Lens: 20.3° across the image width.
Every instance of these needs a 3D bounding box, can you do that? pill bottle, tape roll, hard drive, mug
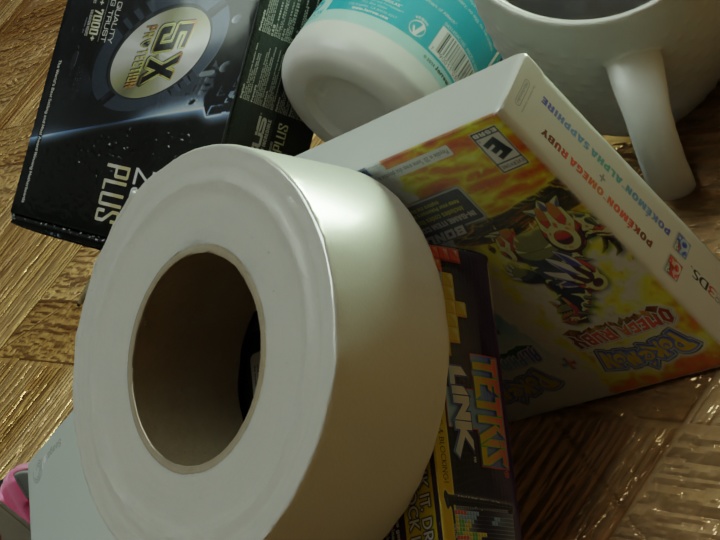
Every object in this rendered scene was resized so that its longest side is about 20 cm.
[{"bbox_3d":[0.044,-0.165,1.234,0.111,0.111,0.200,-12,38,55],"label":"pill bottle"},{"bbox_3d":[-0.052,0.043,0.940,0.202,0.071,0.203,-11,75,48],"label":"tape roll"},{"bbox_3d":[-0.151,0.173,1.140,0.132,0.026,0.201,-46,43,44],"label":"hard drive"},{"bbox_3d":[0.145,-0.132,1.104,0.147,0.175,0.201,-17,63,8],"label":"mug"}]

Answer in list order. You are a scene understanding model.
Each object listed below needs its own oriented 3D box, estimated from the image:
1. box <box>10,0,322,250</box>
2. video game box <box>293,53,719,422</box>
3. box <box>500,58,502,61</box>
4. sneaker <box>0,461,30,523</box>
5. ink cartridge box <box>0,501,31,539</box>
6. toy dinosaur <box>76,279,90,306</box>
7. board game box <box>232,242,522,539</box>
[{"bbox_3d":[-0.115,-0.103,1.271,0.163,0.086,0.201,15,89,36],"label":"box"},{"bbox_3d":[0.064,-0.004,0.999,0.200,0.182,0.047,-21,36,48],"label":"video game box"},{"bbox_3d":[0.031,-0.048,1.286,0.200,0.070,0.064,-50,27,-10],"label":"box"},{"bbox_3d":[-0.232,0.169,1.410,0.200,0.079,0.095,-25,8,41],"label":"sneaker"},{"bbox_3d":[-0.280,0.237,1.250,0.084,0.146,0.200,-25,29,46],"label":"ink cartridge box"},{"bbox_3d":[-0.129,0.036,1.314,0.058,0.101,0.200,-44,-18,-23],"label":"toy dinosaur"},{"bbox_3d":[-0.002,0.106,0.966,0.165,0.057,0.201,-22,66,43],"label":"board game box"}]
